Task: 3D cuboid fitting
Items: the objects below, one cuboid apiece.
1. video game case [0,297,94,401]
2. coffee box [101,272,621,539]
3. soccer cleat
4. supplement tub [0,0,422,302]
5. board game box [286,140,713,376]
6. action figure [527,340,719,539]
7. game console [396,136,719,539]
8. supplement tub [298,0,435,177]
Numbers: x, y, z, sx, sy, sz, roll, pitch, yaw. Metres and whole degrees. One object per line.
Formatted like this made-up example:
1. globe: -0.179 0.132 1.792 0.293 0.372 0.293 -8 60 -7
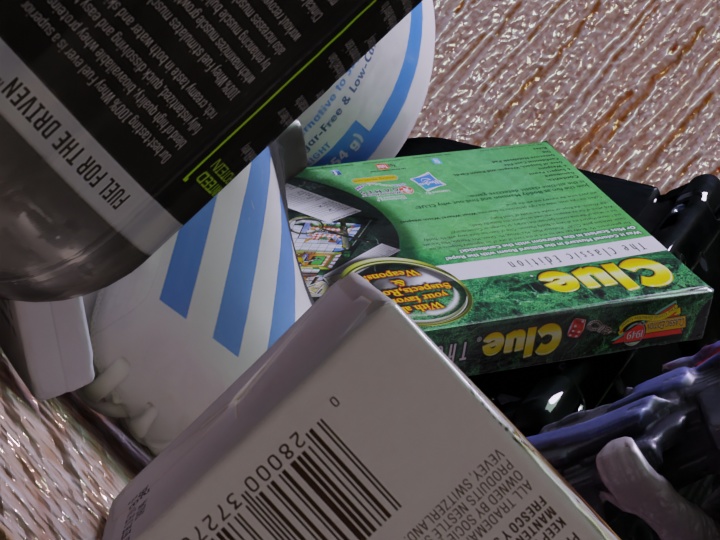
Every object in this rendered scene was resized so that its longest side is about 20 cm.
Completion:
1. video game case: -0.120 -0.078 0.625 0.200 0.018 0.144 47 -29 47
2. coffee box: 0.042 0.101 0.516 0.200 0.080 0.113 47 -1 -5
3. soccer cleat: -0.042 0.028 0.672 0.070 0.086 0.201 -7 -75 64
4. supplement tub: -0.043 -0.081 0.455 0.123 0.200 0.123 47 -1 1
5. board game box: 0.000 0.000 0.786 0.105 0.199 0.024 46 -45 49
6. action figure: 0.109 0.083 0.698 0.194 0.199 0.105 -87 155 -58
7. game console: 0.061 0.046 0.870 0.177 0.116 0.200 63 32 -12
8. supplement tub: -0.069 -0.099 0.810 0.132 0.132 0.200 47 7 30
